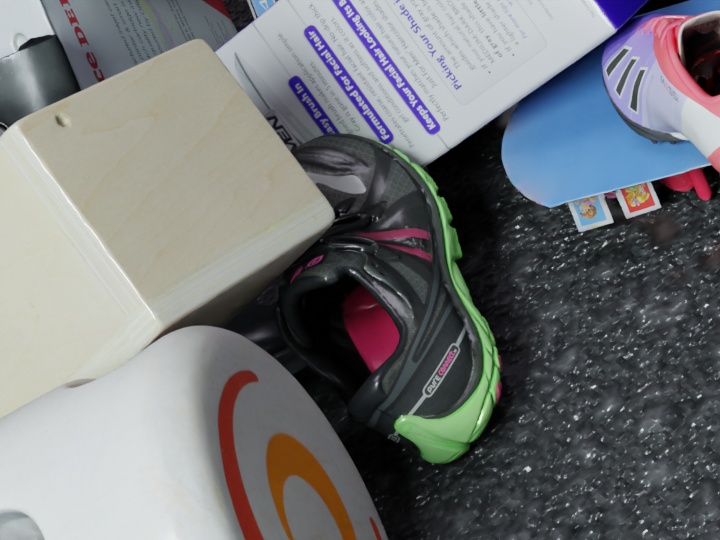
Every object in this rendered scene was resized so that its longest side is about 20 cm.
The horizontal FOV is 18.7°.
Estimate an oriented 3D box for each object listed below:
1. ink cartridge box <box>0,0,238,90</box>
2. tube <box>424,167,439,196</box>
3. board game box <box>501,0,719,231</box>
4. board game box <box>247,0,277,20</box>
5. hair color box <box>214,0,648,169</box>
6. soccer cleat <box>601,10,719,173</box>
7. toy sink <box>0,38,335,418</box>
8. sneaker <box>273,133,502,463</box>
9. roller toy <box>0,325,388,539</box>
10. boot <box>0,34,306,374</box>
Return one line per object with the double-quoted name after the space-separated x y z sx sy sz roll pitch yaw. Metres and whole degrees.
-0.145 -0.114 1.210 0.082 0.147 0.200 -25 1 26 "ink cartridge box"
-0.056 -0.041 1.182 0.199 0.058 0.052 -22 46 26 "tube"
0.166 -0.076 1.036 0.198 0.039 0.159 -14 32 23 "board game box"
0.061 -0.174 1.170 0.199 0.098 0.159 -7 22 40 "board game box"
0.030 -0.117 1.060 0.199 0.110 0.065 -34 5 34 "hair color box"
0.150 -0.088 0.944 0.068 0.074 0.200 -29 26 -1 "soccer cleat"
-0.131 0.006 0.971 0.200 0.112 0.130 -42 -6 41 "toy sink"
0.000 0.000 1.000 0.077 0.083 0.201 -55 39 24 "sneaker"
-0.077 0.125 0.851 0.139 0.183 0.201 -26 31 17 "roller toy"
-0.119 -0.024 1.079 0.164 0.202 0.066 -19 5 25 "boot"
